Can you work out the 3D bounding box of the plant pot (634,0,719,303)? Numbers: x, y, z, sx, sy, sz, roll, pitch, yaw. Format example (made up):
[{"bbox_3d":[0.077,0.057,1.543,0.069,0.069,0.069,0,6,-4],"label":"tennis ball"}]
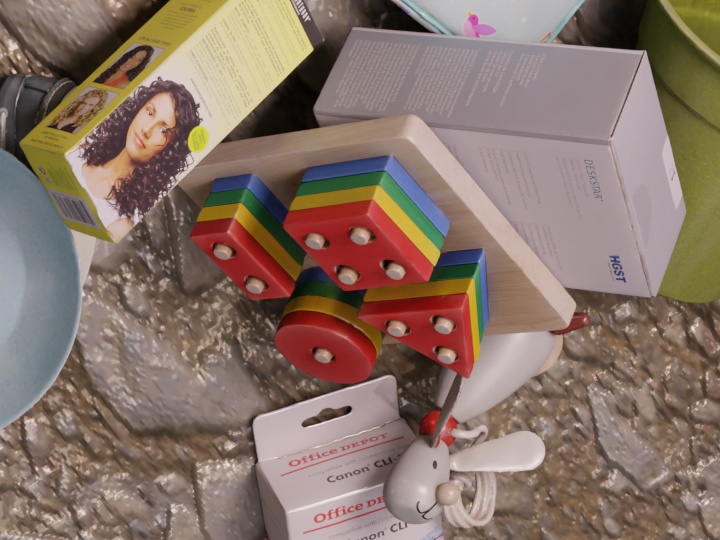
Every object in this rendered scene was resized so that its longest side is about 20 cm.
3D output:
[{"bbox_3d":[0.239,-0.086,1.623,0.200,0.200,0.190,9,128,-28],"label":"plant pot"}]

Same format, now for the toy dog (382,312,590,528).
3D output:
[{"bbox_3d":[0.095,0.084,1.659,0.132,0.096,0.200,21,77,-47],"label":"toy dog"}]

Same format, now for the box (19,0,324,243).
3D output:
[{"bbox_3d":[-0.112,-0.110,1.471,0.200,0.050,0.075,-48,131,-25],"label":"box"}]

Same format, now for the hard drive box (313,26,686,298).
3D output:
[{"bbox_3d":[0.090,-0.068,1.530,0.156,0.200,0.077,68,38,-48],"label":"hard drive box"}]

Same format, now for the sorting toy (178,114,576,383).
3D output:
[{"bbox_3d":[0.000,0.000,1.546,0.199,0.200,0.070,47,51,-36],"label":"sorting toy"}]

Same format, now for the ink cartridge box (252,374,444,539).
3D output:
[{"bbox_3d":[-0.005,0.183,1.731,0.116,0.068,0.200,-18,124,-14],"label":"ink cartridge box"}]

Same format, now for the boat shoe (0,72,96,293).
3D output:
[{"bbox_3d":[-0.207,-0.036,1.531,0.062,0.073,0.200,22,125,14],"label":"boat shoe"}]

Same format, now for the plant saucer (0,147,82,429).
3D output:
[{"bbox_3d":[-0.270,0.009,1.485,0.201,0.039,0.201,0,98,-2],"label":"plant saucer"}]

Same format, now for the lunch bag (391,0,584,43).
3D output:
[{"bbox_3d":[0.070,-0.232,1.511,0.160,0.077,0.200,-47,126,8],"label":"lunch bag"}]
